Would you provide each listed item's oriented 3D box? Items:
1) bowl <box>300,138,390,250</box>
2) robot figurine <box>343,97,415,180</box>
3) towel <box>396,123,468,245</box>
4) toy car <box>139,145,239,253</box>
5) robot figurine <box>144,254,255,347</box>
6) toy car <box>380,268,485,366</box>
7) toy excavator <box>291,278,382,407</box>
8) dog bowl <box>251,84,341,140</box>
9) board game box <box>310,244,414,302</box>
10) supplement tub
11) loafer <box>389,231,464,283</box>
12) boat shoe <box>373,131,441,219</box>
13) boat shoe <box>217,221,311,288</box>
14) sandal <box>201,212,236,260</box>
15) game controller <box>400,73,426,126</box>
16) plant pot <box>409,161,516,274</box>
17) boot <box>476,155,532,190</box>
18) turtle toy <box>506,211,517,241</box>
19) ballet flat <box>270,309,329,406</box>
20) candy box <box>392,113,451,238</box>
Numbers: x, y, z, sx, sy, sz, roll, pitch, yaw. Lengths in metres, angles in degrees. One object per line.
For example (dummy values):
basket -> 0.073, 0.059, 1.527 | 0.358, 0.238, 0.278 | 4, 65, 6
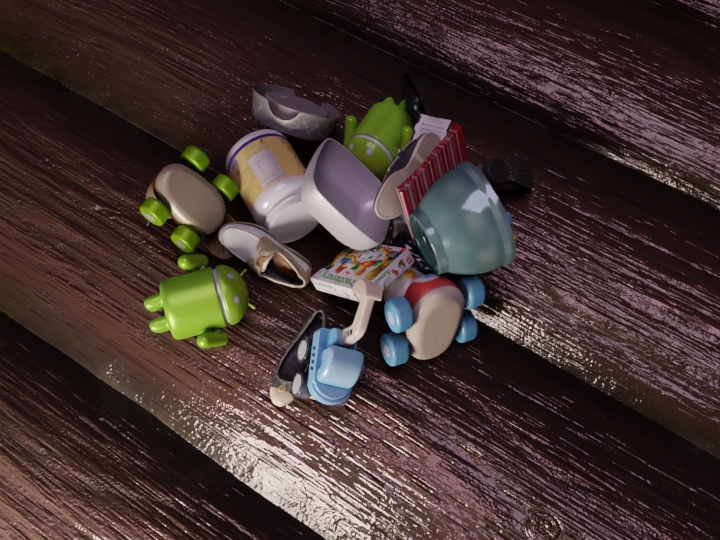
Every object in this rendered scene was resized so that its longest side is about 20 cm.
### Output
bowl -> -0.035, -0.141, 1.601 | 0.199, 0.074, 0.201 | 42, 35, -20
robot figurine -> 0.043, -0.276, 1.739 | 0.174, 0.116, 0.201 | 18, 62, 31
towel -> 0.142, -0.162, 1.528 | 0.022, 0.145, 0.200 | 22, 60, 35
toy car -> -0.370, -0.136, 1.648 | 0.158, 0.199, 0.165 | 44, 66, -24
robot figurine -> -0.303, 0.059, 1.544 | 0.197, 0.116, 0.178 | -14, 83, -9
toy car -> 0.101, 0.045, 1.534 | 0.182, 0.178, 0.201 | -17, 48, -20
toy excavator -> -0.027, 0.132, 1.438 | 0.099, 0.199, 0.197 | 18, 65, -25
dog bowl -> -0.143, -0.339, 1.757 | 0.198, 0.059, 0.200 | 17, 21, -7
board game box -> 0.000, 0.000, 1.558 | 0.126, 0.035, 0.199 | -41, 24, -20
supplement tub -> -0.174, -0.172, 1.667 | 0.144, 0.146, 0.201 | -26, 63, -13
loafer -> 0.141, 0.000, 1.614 | 0.200, 0.068, 0.071 | 35, 96, 14
boat shoe -> 0.081, -0.175, 1.533 | 0.073, 0.062, 0.201 | 44, 70, -26
boat shoe -> -0.184, -0.030, 1.581 | 0.198, 0.075, 0.069 | 25, 19, -12
sandal -> -0.300, -0.086, 1.676 | 0.080, 0.054, 0.200 | -43, 52, -9
game controller -> 0.131, -0.327, 1.725 | 0.042, 0.200, 0.106 | -16, 61, 13
plant pot -> 0.168, -0.075, 1.453 | 0.133, 0.201, 0.202 | -26, 62, -7
boot -> 0.264, -0.191, 1.701 | 0.130, 0.199, 0.069 | -15, 82, 40
turtle toy -> 0.221, -0.081, 1.622 | 0.199, 0.102, 0.145 | -37, 66, -28
ballet flat -> -0.118, 0.160, 1.525 | 0.066, 0.057, 0.202 | 18, 62, 12
candy box -> 0.124, -0.183, 1.653 | 0.071, 0.168, 0.202 | 14, 61, 11
